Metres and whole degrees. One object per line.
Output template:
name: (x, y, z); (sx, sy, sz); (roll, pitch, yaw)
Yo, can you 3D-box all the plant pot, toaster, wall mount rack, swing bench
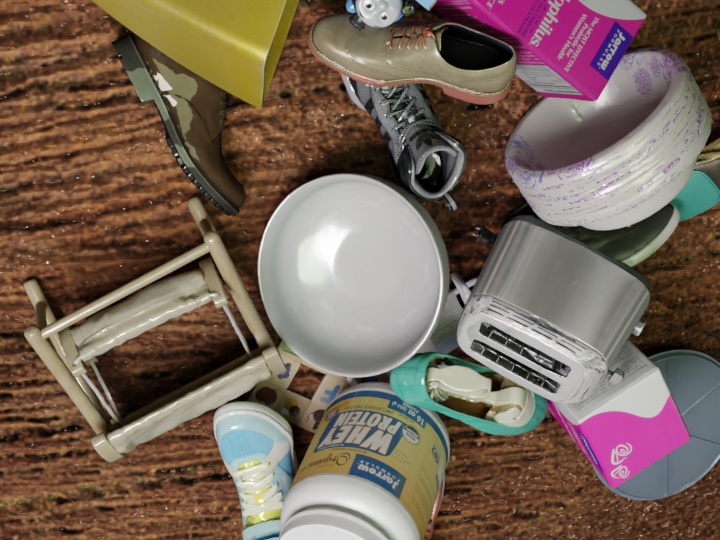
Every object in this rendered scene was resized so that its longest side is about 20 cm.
plant pot: (-0.131, -0.277, 0.976); (0.174, 0.200, 0.202); (20, 86, -5)
toaster: (0.182, 0.038, 1.159); (0.198, 0.114, 0.130); (29, 57, 7)
wall mount rack: (0.092, 0.105, 1.256); (0.199, 0.075, 0.175); (-31, 118, -2)
swing bench: (-0.195, 0.071, 1.137); (0.197, 0.130, 0.202); (-28, 116, -5)

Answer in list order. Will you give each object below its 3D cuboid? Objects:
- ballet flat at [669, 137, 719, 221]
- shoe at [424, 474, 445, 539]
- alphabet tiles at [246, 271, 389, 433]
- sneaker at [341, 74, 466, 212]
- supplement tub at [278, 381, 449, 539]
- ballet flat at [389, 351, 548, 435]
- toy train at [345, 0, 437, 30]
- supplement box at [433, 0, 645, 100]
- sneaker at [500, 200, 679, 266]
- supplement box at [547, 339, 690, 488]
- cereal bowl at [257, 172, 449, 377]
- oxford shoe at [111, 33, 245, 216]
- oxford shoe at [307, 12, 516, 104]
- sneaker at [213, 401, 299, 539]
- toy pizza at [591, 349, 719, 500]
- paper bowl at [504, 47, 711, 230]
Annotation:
ballet flat: (0.386, -0.113, 1.263); (0.199, 0.071, 0.071); (-29, 120, 30)
shoe: (0.059, 0.311, 1.323); (0.071, 0.091, 0.202); (12, 107, -20)
alphabet tiles: (-0.002, 0.113, 1.277); (0.198, 0.008, 0.168); (26, 101, -24)
sneaker: (0.048, -0.149, 1.130); (0.075, 0.114, 0.201); (-29, 115, -4)
supplement tub: (0.003, 0.227, 1.172); (0.143, 0.201, 0.146); (10, 127, 13)
ballet flat: (0.126, 0.129, 1.188); (0.198, 0.070, 0.068); (16, 77, -26)
toy train: (0.022, -0.281, 1.031); (0.086, 0.201, 0.115); (30, 111, -24)
supplement box: (0.158, -0.260, 1.112); (0.199, 0.103, 0.102); (32, 87, -26)
sneaker: (0.240, -0.048, 1.239); (0.198, 0.071, 0.100); (-23, 119, 6)
supplement box: (0.252, 0.123, 1.246); (0.103, 0.200, 0.102); (-32, 115, -2)
cereal bowl: (0.000, 0.000, 1.168); (0.197, 0.083, 0.203); (4, 100, 19)
oxford shoe: (-0.150, -0.143, 1.099); (0.084, 0.073, 0.201); (-29, 116, -6)
oxford shoe: (0.050, -0.211, 1.070); (0.197, 0.075, 0.071); (9, 73, -2)
sneaker: (-0.098, 0.235, 1.196); (0.079, 0.132, 0.201); (-14, 135, 9)
toy pizza: (0.361, 0.184, 1.396); (0.197, 0.032, 0.203); (-6, 112, -15)
paper bowl: (0.252, -0.121, 1.152); (0.200, 0.201, 0.105); (-39, 115, 1)
